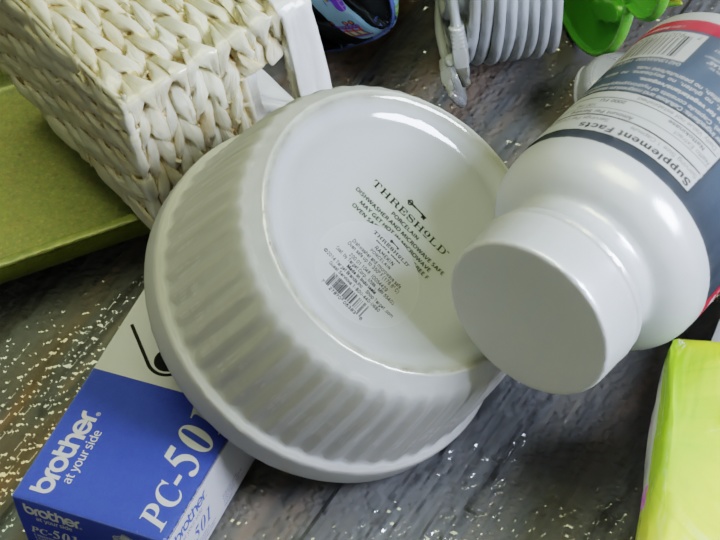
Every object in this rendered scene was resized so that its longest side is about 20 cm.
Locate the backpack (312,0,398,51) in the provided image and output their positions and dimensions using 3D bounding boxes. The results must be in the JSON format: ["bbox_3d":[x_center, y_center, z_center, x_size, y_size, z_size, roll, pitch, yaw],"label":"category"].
[{"bbox_3d":[-0.038,-0.234,1.520,0.135,0.200,0.183,-47,19,-27],"label":"backpack"}]

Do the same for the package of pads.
[{"bbox_3d":[0.207,0.135,1.235,0.154,0.068,0.200,4,65,12],"label":"package of pads"}]

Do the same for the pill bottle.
[{"bbox_3d":[0.137,-0.031,1.275,0.120,0.120,0.200,25,49,26],"label":"pill bottle"}]

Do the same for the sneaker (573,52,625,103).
[{"bbox_3d":[0.221,-0.106,1.461,0.200,0.082,0.075,7,50,13],"label":"sneaker"}]

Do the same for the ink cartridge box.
[{"bbox_3d":[-0.095,0.069,1.375,0.094,0.044,0.200,14,53,21],"label":"ink cartridge box"}]

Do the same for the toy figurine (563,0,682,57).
[{"bbox_3d":[0.224,-0.207,1.509,0.184,0.150,0.200,-8,15,-14],"label":"toy figurine"}]

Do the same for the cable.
[{"bbox_3d":[0.079,-0.221,1.502,0.069,0.200,0.200,-1,36,-2],"label":"cable"}]

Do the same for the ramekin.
[{"bbox_3d":[0.000,0.000,1.322,0.200,0.105,0.200,12,62,-24],"label":"ramekin"}]

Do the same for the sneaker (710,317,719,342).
[{"bbox_3d":[0.252,0.011,1.361,0.105,0.075,0.200,10,59,21],"label":"sneaker"}]

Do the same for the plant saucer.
[{"bbox_3d":[-0.190,-0.070,1.506,0.200,0.048,0.200,-20,50,-9],"label":"plant saucer"}]

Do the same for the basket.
[{"bbox_3d":[-0.121,-0.130,1.432,0.123,0.136,0.200,-34,54,-16],"label":"basket"}]
